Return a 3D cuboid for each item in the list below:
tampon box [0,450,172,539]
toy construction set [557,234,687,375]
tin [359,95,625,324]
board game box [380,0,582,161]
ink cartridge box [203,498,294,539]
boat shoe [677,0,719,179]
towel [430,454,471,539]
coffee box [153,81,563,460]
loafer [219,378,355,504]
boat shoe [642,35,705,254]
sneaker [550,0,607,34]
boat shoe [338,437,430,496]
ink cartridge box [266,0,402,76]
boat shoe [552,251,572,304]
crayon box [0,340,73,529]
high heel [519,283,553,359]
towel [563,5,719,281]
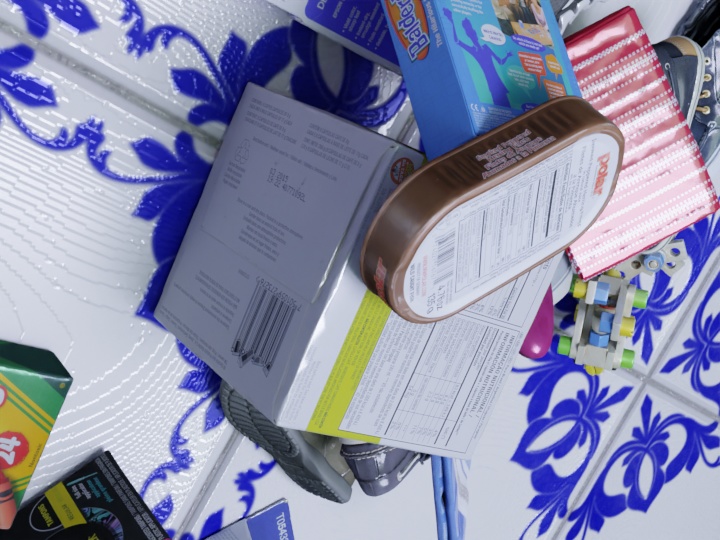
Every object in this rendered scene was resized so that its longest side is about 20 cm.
[{"bbox_3d":[-0.225,0.268,0.816,0.199,0.150,0.127,-34,128,-18],"label":"tampon box"},{"bbox_3d":[0.250,0.026,1.064,0.200,0.092,0.132,-39,139,-47],"label":"toy construction set"},{"bbox_3d":[0.089,-0.037,0.690,0.199,0.042,0.112,-29,146,-23],"label":"tin"},{"bbox_3d":[0.082,-0.166,0.749,0.151,0.045,0.201,2,68,-46],"label":"board game box"},{"bbox_3d":[-0.130,0.334,0.990,0.199,0.043,0.198,-23,123,-24],"label":"ink cartridge box"},{"bbox_3d":[0.331,-0.176,1.064,0.091,0.071,0.201,28,87,-40],"label":"boat shoe"},{"bbox_3d":[0.087,0.134,0.975,0.024,0.200,0.148,-1,120,12],"label":"towel"},{"bbox_3d":[0.000,0.000,0.817,0.197,0.199,0.201,17,100,-40],"label":"coffee box"},{"bbox_3d":[-0.054,0.128,0.935,0.070,0.075,0.200,-61,144,-26],"label":"loafer"},{"bbox_3d":[0.264,-0.113,0.989,0.062,0.074,0.202,-8,112,-33],"label":"boat shoe"},{"bbox_3d":[0.178,-0.263,0.907,0.200,0.066,0.091,-39,131,-12],"label":"sneaker"},{"bbox_3d":[0.032,0.144,0.945,0.200,0.072,0.063,-17,94,-71],"label":"boat shoe"},{"bbox_3d":[0.029,-0.260,0.815,0.199,0.043,0.199,20,98,-41],"label":"ink cartridge box"},{"bbox_3d":[0.115,0.021,0.933,0.201,0.070,0.072,-39,121,-39],"label":"boat shoe"},{"bbox_3d":[-0.313,0.101,0.737,0.199,0.051,0.128,18,101,-39],"label":"crayon box"},{"bbox_3d":[0.130,-0.035,0.865,0.067,0.201,0.096,-1,153,-27],"label":"high heel"},{"bbox_3d":[0.211,-0.109,0.937,0.144,0.022,0.201,-28,103,4],"label":"towel"}]
